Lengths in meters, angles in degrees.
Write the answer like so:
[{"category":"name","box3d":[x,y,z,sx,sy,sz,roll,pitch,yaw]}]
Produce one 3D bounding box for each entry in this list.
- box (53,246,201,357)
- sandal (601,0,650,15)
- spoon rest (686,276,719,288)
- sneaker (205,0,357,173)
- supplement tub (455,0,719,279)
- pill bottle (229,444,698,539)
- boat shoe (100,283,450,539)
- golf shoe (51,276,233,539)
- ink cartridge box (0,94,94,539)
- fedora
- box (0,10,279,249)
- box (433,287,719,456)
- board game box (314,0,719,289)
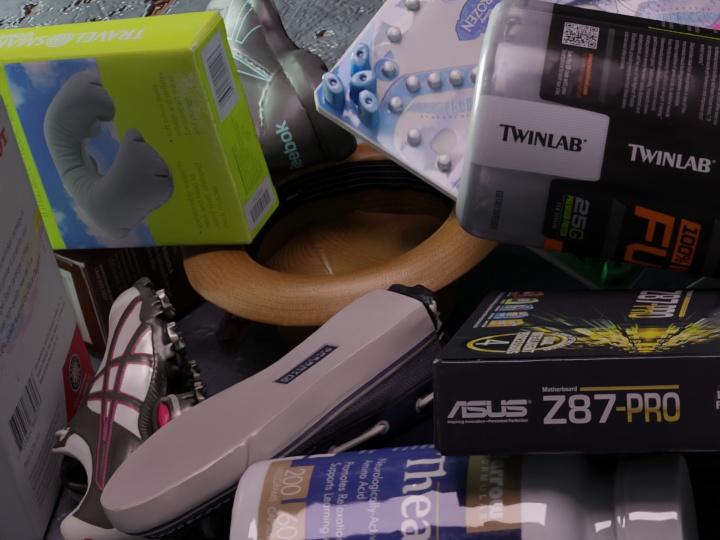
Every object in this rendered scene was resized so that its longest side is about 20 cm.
[{"category":"box","box3d":[-0.113,-0.037,1.460,0.100,0.075,0.200,20,44,41]},{"category":"sandal","box3d":[0.212,-0.081,1.339,0.201,0.057,0.080,32,64,-6]},{"category":"spoon rest","box3d":[0.211,0.019,1.263,0.099,0.061,0.200,22,46,40]},{"category":"sneaker","box3d":[-0.068,-0.111,1.422,0.079,0.075,0.200,-27,29,-5]},{"category":"supplement tub","box3d":[0.153,-0.061,1.212,0.200,0.123,0.123,10,36,4]},{"category":"pill bottle","box3d":[0.049,0.132,1.104,0.200,0.111,0.111,-6,33,12]},{"category":"boat shoe","box3d":[-0.026,0.095,1.203,0.200,0.093,0.075,-33,23,-21]},{"category":"golf shoe","box3d":[-0.124,0.073,1.296,0.088,0.077,0.200,-21,32,2]},{"category":"ink cartridge box","box3d":[-0.244,0.029,1.288,0.145,0.200,0.145,-5,33,13]},{"category":"fedora","box3d":[0.000,0.000,1.353,0.201,0.082,0.201,-11,27,6]},{"category":"box","box3d":[-0.155,-0.073,1.341,0.200,0.122,0.048,-2,31,25]},{"category":"box","box3d":[0.126,0.043,1.122,0.161,0.049,0.200,1,8,11]},{"category":"board game box","box3d":[0.110,-0.115,1.312,0.200,0.026,0.200,33,72,12]}]
